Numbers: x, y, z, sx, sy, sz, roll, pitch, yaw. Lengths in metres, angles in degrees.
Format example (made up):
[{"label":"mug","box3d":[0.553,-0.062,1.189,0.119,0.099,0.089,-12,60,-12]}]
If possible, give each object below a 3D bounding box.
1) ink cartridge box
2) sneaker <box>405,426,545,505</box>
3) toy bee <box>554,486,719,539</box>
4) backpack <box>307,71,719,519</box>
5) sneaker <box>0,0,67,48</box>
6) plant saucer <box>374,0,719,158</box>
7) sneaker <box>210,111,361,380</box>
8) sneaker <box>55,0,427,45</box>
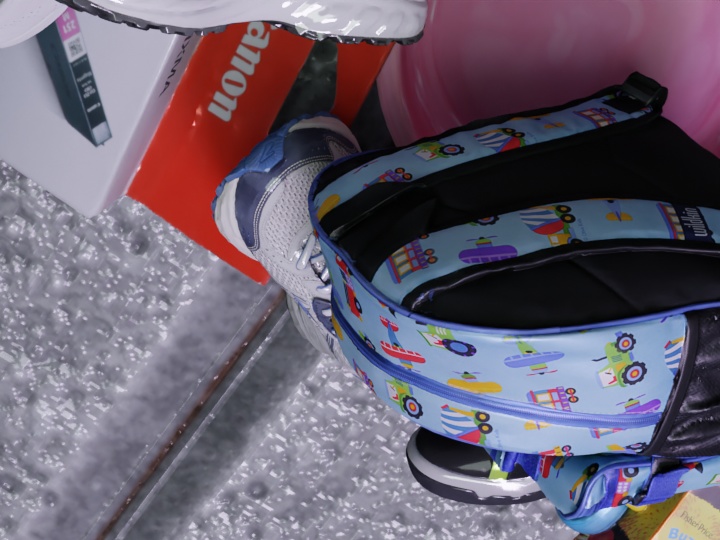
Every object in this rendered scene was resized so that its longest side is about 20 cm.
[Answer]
[{"label":"ink cartridge box","box3d":[-0.081,-0.110,0.920,0.173,0.044,0.201,33,115,8]},{"label":"sneaker","box3d":[0.115,0.054,1.009,0.198,0.072,0.083,-14,120,-3]},{"label":"toy bee","box3d":[0.138,0.139,0.957,0.130,0.109,0.201,14,117,-20]},{"label":"backpack","box3d":[0.078,0.015,0.844,0.198,0.183,0.136,-9,123,-25]},{"label":"sneaker","box3d":[-0.124,-0.152,0.849,0.199,0.088,0.075,-38,91,25]},{"label":"plant saucer","box3d":[0.106,-0.106,0.937,0.198,0.051,0.202,1,116,2]},{"label":"sneaker","box3d":[0.000,0.000,0.927,0.077,0.085,0.200,-42,149,-4]},{"label":"sneaker","box3d":[-0.059,-0.138,0.825,0.198,0.074,0.080,-4,110,-33]}]
